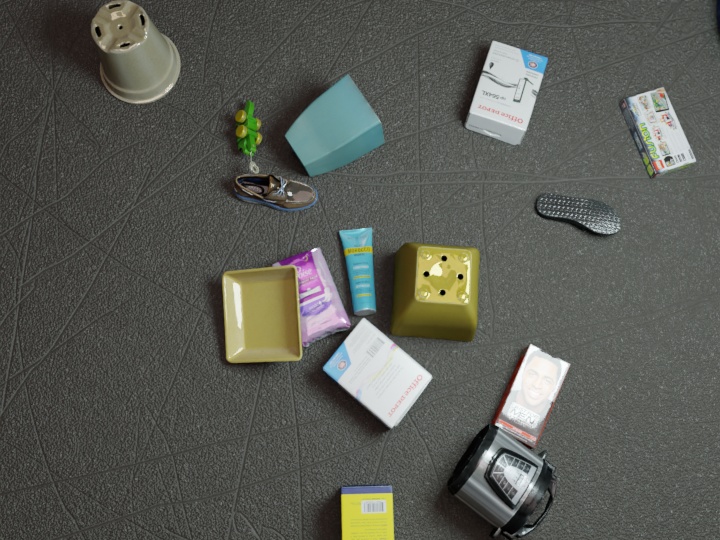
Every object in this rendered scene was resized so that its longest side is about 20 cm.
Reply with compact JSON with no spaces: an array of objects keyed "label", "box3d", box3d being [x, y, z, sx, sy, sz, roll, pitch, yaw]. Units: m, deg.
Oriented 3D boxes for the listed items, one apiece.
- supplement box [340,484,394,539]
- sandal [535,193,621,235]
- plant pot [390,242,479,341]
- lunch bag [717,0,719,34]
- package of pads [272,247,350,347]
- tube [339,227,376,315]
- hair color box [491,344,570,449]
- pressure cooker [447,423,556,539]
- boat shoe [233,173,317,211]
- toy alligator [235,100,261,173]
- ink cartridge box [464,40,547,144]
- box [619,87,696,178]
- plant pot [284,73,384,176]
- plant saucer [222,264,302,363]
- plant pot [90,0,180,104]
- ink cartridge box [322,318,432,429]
[{"label":"supplement box","box3d":[0.014,0.547,1.574,0.108,0.109,0.203,-1,76,-2]},{"label":"sandal","box3d":[0.510,-0.132,1.790,0.198,0.048,0.076,19,77,17]},{"label":"plant pot","box3d":[0.169,0.032,1.660,0.191,0.200,0.199,4,75,0]},{"label":"lunch bag","box3d":[0.951,-0.635,1.876,0.134,0.132,0.203,-1,76,15]},{"label":"package of pads","box3d":[-0.110,0.060,1.712,0.119,0.076,0.202,-21,77,-7]},{"label":"tube","box3d":[0.000,0.000,1.748,0.076,0.050,0.203,-4,71,-9]},{"label":"hair color box","box3d":[0.369,0.275,1.673,0.100,0.061,0.202,25,76,6]},{"label":"pressure cooker","box3d":[0.301,0.437,1.575,0.199,0.179,0.177,37,118,7]},{"label":"boat shoe","box3d":[-0.198,-0.183,1.772,0.197,0.072,0.073,3,76,0]},{"label":"toy alligator","box3d":[-0.271,-0.308,1.808,0.054,0.059,0.203,-24,61,35]},{"label":"ink cartridge box","box3d":[0.349,-0.424,1.836,0.144,0.084,0.203,18,76,3]},{"label":"box","box3d":[0.714,-0.333,1.844,0.108,0.035,0.203,-16,77,-5]},{"label":"plant pot","box3d":[-0.066,-0.319,1.778,0.199,0.141,0.142,-34,78,-2]},{"label":"plant saucer","box3d":[-0.206,0.096,1.673,0.197,0.048,0.203,-5,87,27]},{"label":"plant pot","box3d":[-0.539,-0.523,1.796,0.197,0.184,0.204,0,76,-1]},{"label":"ink cartridge box","box3d":[0.037,0.227,1.668,0.199,0.085,0.145,39,79,10]}]
